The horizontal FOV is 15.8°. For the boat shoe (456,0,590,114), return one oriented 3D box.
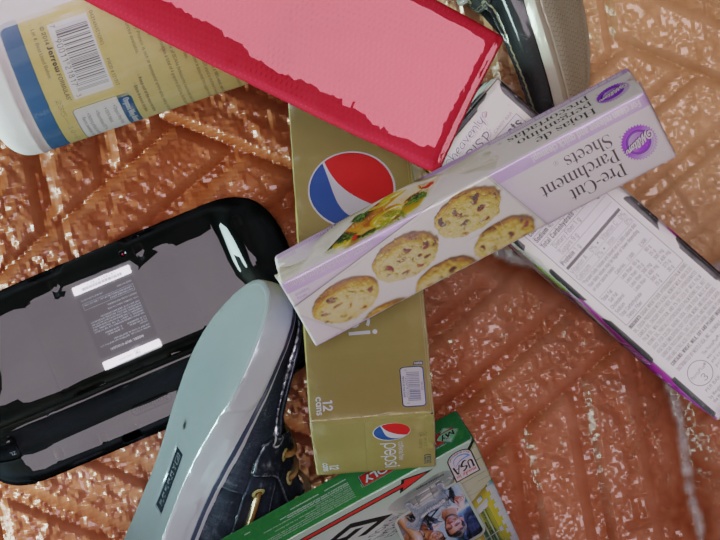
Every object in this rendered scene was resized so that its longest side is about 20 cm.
[{"bbox_3d":[0.070,-0.170,1.382,0.067,0.072,0.201,-18,98,27],"label":"boat shoe"}]

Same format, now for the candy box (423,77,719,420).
[{"bbox_3d":[0.122,-0.013,1.348,0.200,0.136,0.061,42,92,-1],"label":"candy box"}]

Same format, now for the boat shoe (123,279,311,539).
[{"bbox_3d":[-0.055,0.102,1.372,0.091,0.071,0.201,16,109,-24],"label":"boat shoe"}]

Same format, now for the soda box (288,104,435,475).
[{"bbox_3d":[0.000,0.000,1.338,0.064,0.068,0.201,-4,62,0],"label":"soda box"}]

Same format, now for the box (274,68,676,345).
[{"bbox_3d":[0.054,-0.031,1.257,0.200,0.039,0.042,-27,113,4],"label":"box"}]

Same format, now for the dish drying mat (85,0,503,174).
[{"bbox_3d":[-0.035,-0.124,1.260,0.200,0.018,0.077,26,96,-7],"label":"dish drying mat"}]

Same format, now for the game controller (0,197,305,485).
[{"bbox_3d":[-0.126,0.037,1.403,0.199,0.042,0.105,-23,78,0],"label":"game controller"}]

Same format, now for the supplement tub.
[{"bbox_3d":[-0.108,-0.154,1.334,0.199,0.145,0.145,-18,93,0],"label":"supplement tub"}]

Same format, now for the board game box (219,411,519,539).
[{"bbox_3d":[-0.011,0.174,1.367,0.200,0.029,0.135,-29,126,-4],"label":"board game box"}]
